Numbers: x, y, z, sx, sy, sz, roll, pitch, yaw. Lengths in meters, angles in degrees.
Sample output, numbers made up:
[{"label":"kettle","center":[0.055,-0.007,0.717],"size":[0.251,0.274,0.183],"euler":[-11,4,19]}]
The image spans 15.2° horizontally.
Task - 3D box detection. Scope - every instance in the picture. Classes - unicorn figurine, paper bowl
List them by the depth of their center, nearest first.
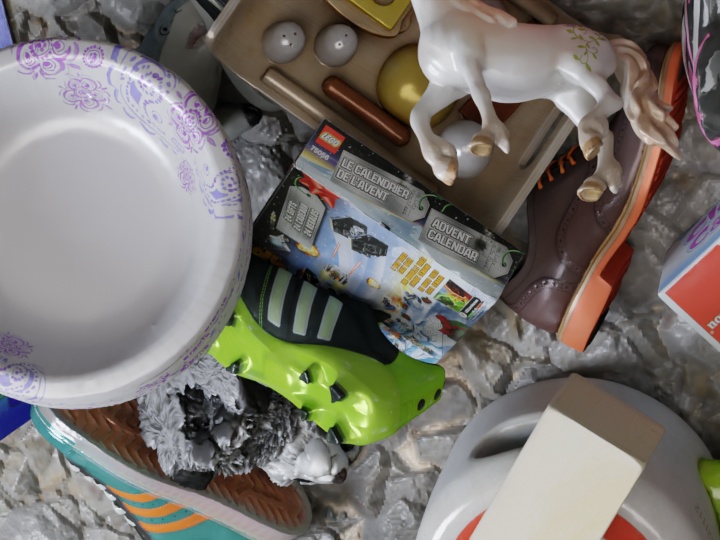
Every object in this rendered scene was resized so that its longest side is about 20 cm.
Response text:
[{"label":"unicorn figurine","center":[0.075,-0.114,1.468],"size":[0.199,0.138,0.074],"euler":[17,143,-29]},{"label":"paper bowl","center":[-0.159,-0.023,1.505],"size":[0.200,0.104,0.202],"euler":[0,83,2]}]

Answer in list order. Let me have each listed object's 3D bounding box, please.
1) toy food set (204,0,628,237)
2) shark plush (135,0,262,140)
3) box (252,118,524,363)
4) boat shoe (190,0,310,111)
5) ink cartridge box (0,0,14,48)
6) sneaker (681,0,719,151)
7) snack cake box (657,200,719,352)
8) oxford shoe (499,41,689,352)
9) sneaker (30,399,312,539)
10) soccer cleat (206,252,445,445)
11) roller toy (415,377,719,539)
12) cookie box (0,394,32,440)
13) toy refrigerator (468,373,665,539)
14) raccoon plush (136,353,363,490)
[{"label":"toy food set","center":[0.032,-0.129,1.517],"size":[0.200,0.060,0.144],"euler":[35,81,-8]},{"label":"shark plush","center":[-0.143,-0.085,1.639],"size":[0.200,0.091,0.083],"euler":[-38,81,45]},{"label":"box","center":[0.000,0.000,1.573],"size":[0.137,0.040,0.200],"euler":[33,154,-3]},{"label":"boat shoe","center":[-0.077,-0.182,1.550],"size":[0.060,0.076,0.200],"euler":[-14,123,49]},{"label":"ink cartridge box","center":[-0.308,-0.121,1.655],"size":[0.199,0.039,0.100],"euler":[-8,110,15]},{"label":"sneaker","center":[0.206,-0.166,1.496],"size":[0.080,0.086,0.201],"euler":[8,95,-7]},{"label":"snack cake box","center":[0.280,-0.024,1.544],"size":[0.115,0.067,0.200],"euler":[41,115,-8]},{"label":"oxford shoe","center":[0.134,-0.049,1.567],"size":[0.072,0.071,0.201],"euler":[25,115,9]},{"label":"sneaker","center":[-0.131,0.133,1.683],"size":[0.200,0.072,0.080],"euler":[31,128,-24]},{"label":"soccer cleat","center":[-0.035,0.035,1.552],"size":[0.200,0.081,0.068],"euler":[37,133,37]},{"label":"roller toy","center":[0.125,0.172,1.623],"size":[0.182,0.140,0.200],"euler":[35,116,-3]},{"label":"cookie box","center":[-0.262,0.033,1.603],"size":[0.075,0.200,0.172],"euler":[20,130,33]},{"label":"toy refrigerator","center":[0.094,0.165,1.516],"size":[0.070,0.076,0.200],"euler":[31,108,7]},{"label":"raccoon plush","center":[-0.071,0.052,1.669],"size":[0.097,0.134,0.201],"euler":[-38,66,33]}]
